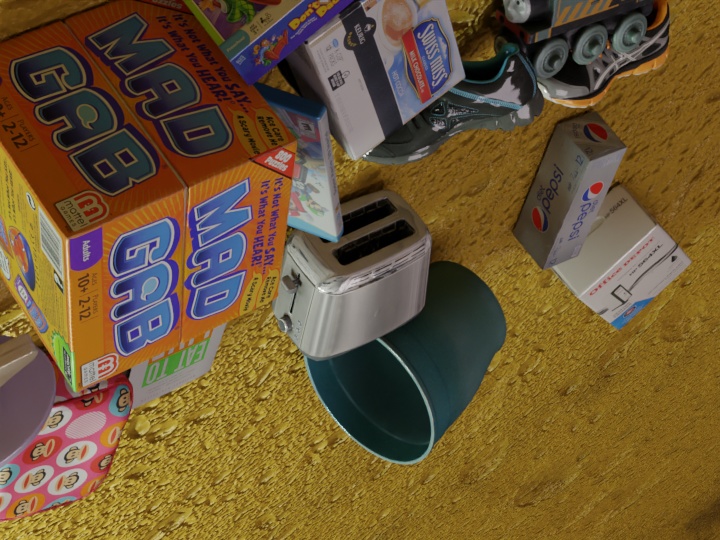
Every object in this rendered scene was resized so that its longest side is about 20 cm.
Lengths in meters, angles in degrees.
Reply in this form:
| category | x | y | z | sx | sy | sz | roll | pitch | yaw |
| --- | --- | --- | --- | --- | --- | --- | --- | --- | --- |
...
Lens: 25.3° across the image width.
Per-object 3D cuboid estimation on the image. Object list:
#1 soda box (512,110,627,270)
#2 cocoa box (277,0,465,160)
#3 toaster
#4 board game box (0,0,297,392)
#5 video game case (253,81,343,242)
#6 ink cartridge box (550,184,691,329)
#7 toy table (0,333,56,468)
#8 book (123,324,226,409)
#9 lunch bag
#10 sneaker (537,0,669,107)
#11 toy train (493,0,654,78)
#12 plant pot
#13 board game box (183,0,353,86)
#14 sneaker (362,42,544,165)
| category | x | y | z | sx | sy | sz | roll | pitch | yaw |
| --- | --- | --- | --- | --- | --- | --- | --- | --- | --- |
| soda box | 0.252 | -0.095 | 1.948 | 0.063 | 0.068 | 0.201 | -20 | 147 | -29 |
| cocoa box | -0.008 | -0.219 | 1.369 | 0.131 | 0.134 | 0.200 | -36 | 153 | -6 |
| toaster | 0.000 | 0.000 | 1.737 | 0.199 | 0.114 | 0.130 | -23 | 147 | -24 |
| board game box | -0.193 | -0.068 | 1.298 | 0.199 | 0.200 | 0.201 | -25 | 150 | -25 |
| video game case | -0.088 | -0.105 | 1.448 | 0.201 | 0.142 | 0.018 | 82 | 31 | -60 |
| ink cartridge box | 0.349 | -0.015 | 2.172 | 0.146 | 0.085 | 0.200 | -43 | 153 | 10 |
| toy table | -0.367 | 0.116 | 1.420 | 0.200 | 0.184 | 0.117 | -39 | 171 | -18 |
| book | -0.190 | 0.047 | 1.657 | 0.133 | 0.048 | 0.201 | -21 | 146 | -39 |
| lunch bag | -0.331 | 0.171 | 1.623 | 0.175 | 0.082 | 0.201 | -15 | 145 | -37 |
| sneaker | 0.260 | -0.242 | 1.739 | 0.199 | 0.078 | 0.078 | -31 | 146 | -30 |
| toy train | 0.221 | -0.273 | 1.636 | 0.198 | 0.085 | 0.115 | -20 | 135 | -26 |
| plant pot | 0.067 | 0.091 | 1.888 | 0.188 | 0.200 | 0.201 | -38 | 157 | -33 |
| board game box | -0.052 | -0.260 | 1.254 | 0.200 | 0.135 | 0.045 | -40 | 153 | 1 |
| sneaker | 0.080 | -0.170 | 1.607 | 0.198 | 0.074 | 0.082 | -19 | 132 | 4 |
